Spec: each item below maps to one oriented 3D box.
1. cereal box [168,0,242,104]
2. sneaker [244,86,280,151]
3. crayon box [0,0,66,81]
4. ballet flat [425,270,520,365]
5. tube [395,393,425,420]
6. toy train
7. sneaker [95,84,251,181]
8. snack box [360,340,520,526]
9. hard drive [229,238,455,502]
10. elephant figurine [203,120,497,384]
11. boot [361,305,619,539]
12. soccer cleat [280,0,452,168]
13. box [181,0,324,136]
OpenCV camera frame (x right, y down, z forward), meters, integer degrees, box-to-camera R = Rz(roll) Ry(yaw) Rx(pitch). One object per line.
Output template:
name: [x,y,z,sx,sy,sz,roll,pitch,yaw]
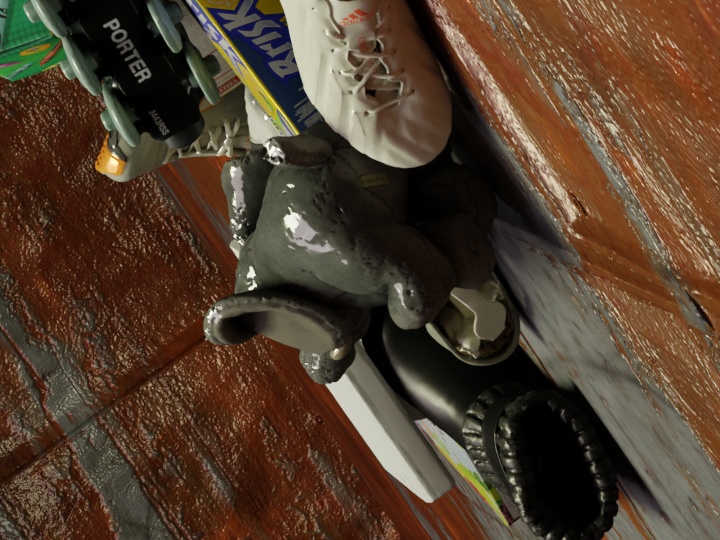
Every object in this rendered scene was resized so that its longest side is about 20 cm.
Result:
cereal box: [-0.143,-0.217,1.788,0.144,0.039,0.200,53,172,22]
sneaker: [-0.017,-0.049,1.694,0.200,0.075,0.088,-119,24,-43]
crayon box: [-0.243,-0.231,1.693,0.119,0.058,0.201,23,-130,-86]
ballet flat: [0.049,-0.007,1.579,0.064,0.067,0.200,43,175,39]
tube: [0.021,0.021,1.924,0.201,0.052,0.058,-108,34,-44]
toy train: [-0.157,-0.165,1.638,0.200,0.085,0.114,58,-175,-45]
sneaker: [-0.115,-0.111,1.889,0.092,0.200,0.076,34,128,7]
snack box: [0.064,0.093,2.029,0.143,0.053,0.200,60,172,-31]
hard drive: [-0.014,0.063,1.792,0.200,0.026,0.132,56,173,-14]
elephant figurine: [-0.030,-0.002,1.472,0.200,0.141,0.156,-29,99,42]
boot: [0.085,0.087,1.701,0.211,0.079,0.158,44,-179,-1]
soccer cleat: [-0.005,-0.128,1.318,0.201,0.069,0.078,61,168,-28]
box: [-0.054,-0.148,1.585,0.200,0.064,0.070,54,174,13]
